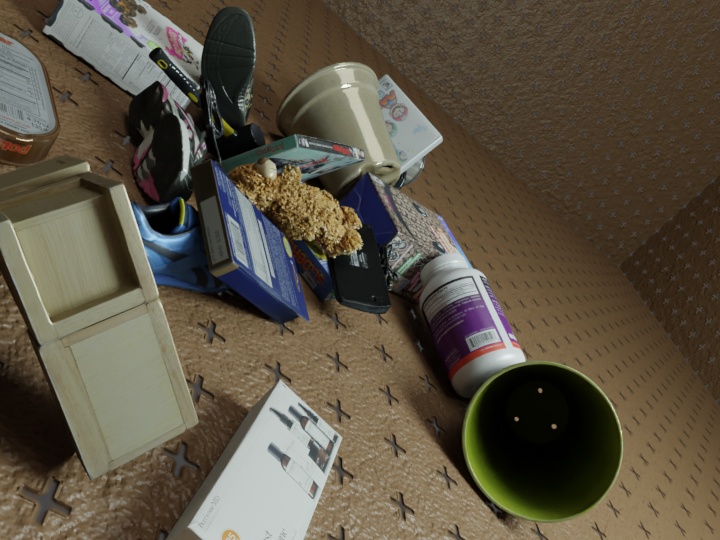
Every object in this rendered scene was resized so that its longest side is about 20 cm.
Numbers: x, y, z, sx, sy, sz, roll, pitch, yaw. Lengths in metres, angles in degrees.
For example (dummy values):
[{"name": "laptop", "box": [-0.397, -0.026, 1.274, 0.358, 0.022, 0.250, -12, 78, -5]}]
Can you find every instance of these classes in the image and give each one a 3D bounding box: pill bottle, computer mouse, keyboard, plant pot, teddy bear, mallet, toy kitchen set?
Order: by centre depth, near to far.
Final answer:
[{"name": "toy kitchen set", "box": [-0.247, 0.033, 0.479, 0.162, 0.183, 0.199, -24, 25, -29]}, {"name": "computer mouse", "box": [-0.177, -0.132, 0.793, 0.059, 0.033, 0.203, 63, 15, -67]}, {"name": "mallet", "box": [-0.191, -0.214, 0.879, 0.201, 0.065, 0.042, 57, 20, -52]}, {"name": "teddy bear", "box": [-0.078, -0.088, 0.884, 0.199, 0.067, 0.146, 34, 35, -7]}, {"name": "plant pot", "box": [0.233, 0.203, 0.896, 0.187, 0.187, 0.200, 47, 9, 9]}, {"name": "keyboard", "box": [0.000, 0.000, 0.932, 0.102, 0.040, 0.201, 12, 35, -16]}, {"name": "pill bottle", "box": [0.157, 0.077, 1.008, 0.112, 0.112, 0.202, 20, 39, -45]}, {"name": "plant pot", "box": [-0.023, -0.220, 1.185, 0.199, 0.199, 0.186, 5, 55, -58]}]

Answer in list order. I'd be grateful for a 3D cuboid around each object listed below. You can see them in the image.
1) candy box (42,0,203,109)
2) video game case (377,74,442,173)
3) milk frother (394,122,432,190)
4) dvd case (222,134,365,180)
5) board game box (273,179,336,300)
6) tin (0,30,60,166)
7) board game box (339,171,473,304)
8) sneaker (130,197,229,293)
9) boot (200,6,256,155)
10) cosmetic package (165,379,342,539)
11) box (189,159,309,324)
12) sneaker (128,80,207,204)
[{"name": "candy box", "box": [-0.318, -0.320, 0.960, 0.199, 0.072, 0.169, 34, 24, -25]}, {"name": "video game case", "box": [0.026, -0.254, 1.300, 0.183, 0.199, 0.024, 52, -3, 20]}, {"name": "milk frother", "box": [0.058, -0.216, 1.402, 0.187, 0.178, 0.204, 16, 78, -49]}, {"name": "dvd case", "box": [-0.097, -0.155, 0.973, 0.199, 0.144, 0.022, -11, 87, -64]}, {"name": "board game box", "box": [-0.070, -0.050, 0.964, 0.201, 0.034, 0.135, 52, 23, 16]}, {"name": "tin", "box": [-0.364, -0.183, 0.680, 0.111, 0.042, 0.201, 25, 29, -49]}, {"name": "board game box", "box": [0.072, -0.043, 1.124, 0.199, 0.097, 0.161, 25, 29, -40]}, {"name": "sneaker", "box": [-0.170, -0.028, 0.691, 0.066, 0.079, 0.199, 51, 21, 25]}, {"name": "boot", "box": [-0.192, -0.286, 0.988, 0.072, 0.207, 0.154, 3, 29, -11]}, {"name": "cosmetic package", "box": [-0.077, 0.172, 0.533, 0.082, 0.051, 0.200, 41, 22, -5]}, {"name": "box", "box": [-0.115, -0.018, 0.739, 0.200, 0.032, 0.123, 49, 21, -62]}, {"name": "sneaker", "box": [-0.220, -0.149, 0.828, 0.086, 0.080, 0.202, 37, 26, -46]}]
